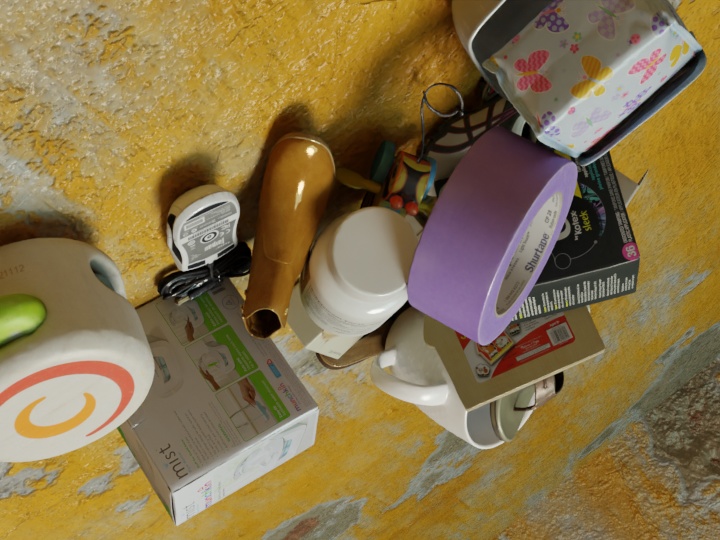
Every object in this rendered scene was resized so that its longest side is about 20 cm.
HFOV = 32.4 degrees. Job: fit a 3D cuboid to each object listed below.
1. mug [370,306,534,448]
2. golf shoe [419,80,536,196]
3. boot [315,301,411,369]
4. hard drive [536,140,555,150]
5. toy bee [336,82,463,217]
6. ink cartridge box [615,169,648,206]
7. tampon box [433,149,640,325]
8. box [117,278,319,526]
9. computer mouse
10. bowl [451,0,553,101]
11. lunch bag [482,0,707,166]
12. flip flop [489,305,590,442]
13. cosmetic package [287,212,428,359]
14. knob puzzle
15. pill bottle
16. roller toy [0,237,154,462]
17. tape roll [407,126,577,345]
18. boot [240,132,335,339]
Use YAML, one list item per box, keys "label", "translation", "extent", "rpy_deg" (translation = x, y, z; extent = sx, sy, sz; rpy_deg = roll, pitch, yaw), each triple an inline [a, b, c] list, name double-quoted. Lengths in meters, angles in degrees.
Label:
- label: "mug"
  translation: [0.102, 0.122, 1.538]
  extent: [0.199, 0.175, 0.149]
  rpy_deg: [-11, 120, -42]
- label: "golf shoe"
  translation: [0.140, -0.145, 1.381]
  extent: [0.200, 0.088, 0.077]
  rpy_deg: [-47, 156, 21]
- label: "boot"
  translation: [0.039, 0.067, 1.612]
  extent: [0.198, 0.074, 0.076]
  rpy_deg: [-25, 167, -22]
- label: "hard drive"
  translation: [0.220, -0.142, 1.557]
  extent: [0.199, 0.038, 0.140]
  rpy_deg: [-34, 155, -12]
- label: "toy bee"
  translation: [0.036, -0.091, 1.303]
  extent: [0.129, 0.110, 0.201]
  rpy_deg: [8, 141, 6]
- label: "ink cartridge box"
  translation: [0.280, -0.057, 1.558]
  extent: [0.200, 0.067, 0.118]
  rpy_deg: [-49, 170, -39]
- label: "tampon box"
  translation: [0.197, -0.036, 1.389]
  extent: [0.198, 0.152, 0.126]
  rpy_deg: [-15, 159, 6]
- label: "box"
  translation: [-0.169, 0.127, 1.286]
  extent: [0.175, 0.201, 0.097]
  rpy_deg: [-29, 155, -21]
- label: "computer mouse"
  translation: [-0.155, -0.036, 1.219]
  extent: [0.109, 0.044, 0.201]
  rpy_deg: [-25, 159, -17]
- label: "bowl"
  translation: [0.178, -0.277, 1.217]
  extent: [0.199, 0.075, 0.200]
  rpy_deg: [-42, 155, 9]
- label: "lunch bag"
  translation: [0.240, -0.197, 1.206]
  extent: [0.169, 0.128, 0.200]
  rpy_deg: [-40, 162, 17]
- label: "flip flop"
  translation: [0.222, 0.117, 1.479]
  extent: [0.201, 0.057, 0.081]
  rpy_deg: [-52, 139, -10]
- label: "cosmetic package"
  translation: [0.006, 0.009, 1.480]
  extent: [0.200, 0.073, 0.103]
  rpy_deg: [-44, 156, 10]
- label: "knob puzzle"
  translation: [0.165, 0.044, 1.452]
  extent: [0.219, 0.220, 0.030]
  rpy_deg: [-36, 157, -3]
- label: "pill bottle"
  translation: [0.000, 0.000, 1.293]
  extent: [0.114, 0.115, 0.200]
  rpy_deg: [-32, 175, -13]
- label: "roller toy"
  translation: [-0.286, 0.068, 1.094]
  extent: [0.181, 0.141, 0.201]
  rpy_deg: [-1, 140, -38]
- label: "tape roll"
  translation: [0.132, -0.034, 1.227]
  extent: [0.201, 0.084, 0.201]
  rpy_deg: [-52, 159, -30]
- label: "boot"
  translation: [-0.074, -0.026, 1.220]
  extent: [0.070, 0.145, 0.202]
  rpy_deg: [13, 148, -3]
